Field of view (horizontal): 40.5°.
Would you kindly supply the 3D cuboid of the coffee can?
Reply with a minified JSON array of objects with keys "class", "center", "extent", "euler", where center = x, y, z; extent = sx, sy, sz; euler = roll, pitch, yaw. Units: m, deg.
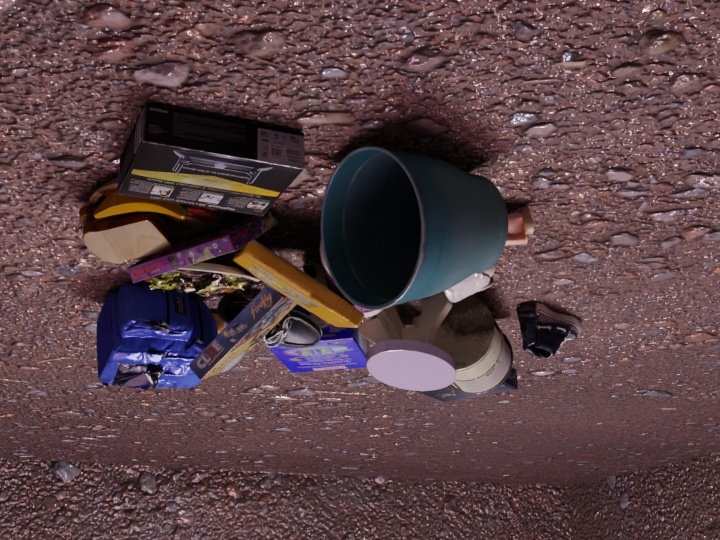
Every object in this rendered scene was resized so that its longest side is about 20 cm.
[{"class":"coffee can","center":[0.198,0.141,1.831],"extent":[0.145,0.147,0.200],"euler":[-7,159,16]}]

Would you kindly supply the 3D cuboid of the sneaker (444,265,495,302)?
[{"class":"sneaker","center":[0.162,-0.007,1.560],"extent":[0.099,0.078,0.200],"euler":[-16,165,18]}]

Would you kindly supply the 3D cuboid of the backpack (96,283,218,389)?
[{"class":"backpack","center":[-0.347,0.118,1.717],"extent":[0.199,0.163,0.168],"euler":[11,136,-26]}]

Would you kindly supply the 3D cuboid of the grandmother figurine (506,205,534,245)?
[{"class":"grandmother figurine","center":[0.147,-0.051,1.409],"extent":[0.199,0.061,0.122],"euler":[-10,152,-7]}]

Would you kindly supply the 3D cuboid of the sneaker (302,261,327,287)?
[{"class":"sneaker","center":[-0.026,0.023,1.642],"extent":[0.093,0.071,0.200],"euler":[-27,150,7]}]

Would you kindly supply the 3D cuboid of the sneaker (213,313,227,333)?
[{"class":"sneaker","center":[-0.327,0.138,1.893],"extent":[0.199,0.076,0.088],"euler":[-12,159,29]}]

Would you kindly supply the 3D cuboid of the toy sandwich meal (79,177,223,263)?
[{"class":"toy sandwich meal","center":[-0.290,-0.068,1.352],"extent":[0.204,0.071,0.205],"euler":[-1,160,0]}]

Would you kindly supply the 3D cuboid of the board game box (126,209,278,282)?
[{"class":"board game box","center":[-0.229,-0.035,1.413],"extent":[0.199,0.032,0.120],"euler":[-15,-162,31]}]

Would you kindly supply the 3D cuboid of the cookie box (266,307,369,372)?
[{"class":"cookie box","center":[-0.080,0.135,1.900],"extent":[0.170,0.076,0.200],"euler":[-5,158,9]}]

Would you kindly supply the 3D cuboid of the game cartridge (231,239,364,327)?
[{"class":"game cartridge","center":[-0.099,0.024,1.472],"extent":[0.199,0.033,0.176],"euler":[35,171,-9]}]

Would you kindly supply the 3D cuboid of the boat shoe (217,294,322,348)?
[{"class":"boat shoe","center":[-0.159,0.095,1.747],"extent":[0.199,0.075,0.062],"euler":[24,-176,-15]}]

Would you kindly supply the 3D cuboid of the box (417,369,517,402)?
[{"class":"box","center":[0.247,0.259,2.287],"extent":[0.199,0.051,0.157],"euler":[-14,157,29]}]

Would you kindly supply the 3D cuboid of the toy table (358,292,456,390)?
[{"class":"toy table","center":[0.081,0.120,1.663],"extent":[0.183,0.118,0.200],"euler":[-16,150,19]}]

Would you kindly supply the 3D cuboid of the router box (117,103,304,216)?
[{"class":"router box","center":[-0.187,-0.132,1.211],"extent":[0.199,0.053,0.157],"euler":[8,158,-24]}]

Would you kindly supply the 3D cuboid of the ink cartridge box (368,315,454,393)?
[{"class":"ink cartridge box","center":[0.095,0.172,1.879],"extent":[0.050,0.109,0.200],"euler":[-41,129,1]}]

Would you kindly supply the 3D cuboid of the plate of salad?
[{"class":"plate of salad","center":[-0.260,0.018,1.566],"extent":[0.199,0.048,0.200],"euler":[5,172,1]}]

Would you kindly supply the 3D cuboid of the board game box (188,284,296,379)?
[{"class":"board game box","center":[-0.186,0.096,1.638],"extent":[0.200,0.035,0.135],"euler":[-45,171,11]}]

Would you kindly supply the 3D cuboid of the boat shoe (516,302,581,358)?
[{"class":"boat shoe","center":[0.367,0.131,1.892],"extent":[0.074,0.093,0.199],"euler":[-19,153,39]}]

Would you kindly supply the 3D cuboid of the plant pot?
[{"class":"plant pot","center":[0.081,-0.056,1.256],"extent":[0.187,0.201,0.200],"euler":[-4,165,-39]}]

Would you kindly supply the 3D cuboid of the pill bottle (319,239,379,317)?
[{"class":"pill bottle","center":[0.000,0.000,1.487],"extent":[0.111,0.113,0.200],"euler":[-2,157,2]}]
